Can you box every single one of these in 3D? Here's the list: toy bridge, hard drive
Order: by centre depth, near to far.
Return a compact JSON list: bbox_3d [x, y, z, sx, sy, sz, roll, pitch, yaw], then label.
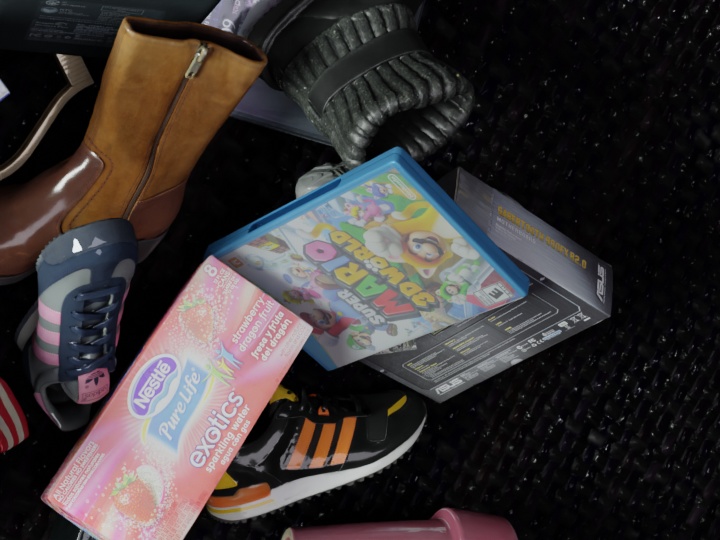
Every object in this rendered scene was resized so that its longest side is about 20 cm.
[{"bbox_3d":[-0.157,-0.177,0.735,0.138,0.200,0.033,1,81,-24],"label":"hard drive"},{"bbox_3d":[-0.274,-0.088,0.822,0.199,0.027,0.068,-31,113,-16],"label":"toy bridge"}]

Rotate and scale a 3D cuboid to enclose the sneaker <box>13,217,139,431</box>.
[{"bbox_3d":[-0.181,0.040,0.797,0.069,0.200,0.083,-13,68,-28],"label":"sneaker"}]

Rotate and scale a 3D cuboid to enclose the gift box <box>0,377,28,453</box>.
[{"bbox_3d":[-0.335,0.083,0.755,0.186,0.200,0.185,-37,101,-8],"label":"gift box"}]

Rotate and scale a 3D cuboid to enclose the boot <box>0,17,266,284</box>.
[{"bbox_3d":[-0.176,-0.075,0.767,0.186,0.069,0.200,3,141,-36],"label":"boot"}]

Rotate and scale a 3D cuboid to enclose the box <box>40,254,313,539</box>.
[{"bbox_3d":[-0.132,0.103,0.851,0.094,0.103,0.201,35,72,-9],"label":"box"}]

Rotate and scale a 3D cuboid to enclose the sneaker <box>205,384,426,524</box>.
[{"bbox_3d":[-0.039,0.124,0.950,0.198,0.070,0.091,-21,113,-16],"label":"sneaker"}]

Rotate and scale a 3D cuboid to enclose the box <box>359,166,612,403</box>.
[{"bbox_3d":[0.067,0.020,0.913,0.157,0.199,0.049,29,50,-24],"label":"box"}]

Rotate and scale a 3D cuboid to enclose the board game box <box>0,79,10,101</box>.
[{"bbox_3d":[-0.317,-0.077,0.709,0.200,0.199,0.041,-40,122,-9],"label":"board game box"}]

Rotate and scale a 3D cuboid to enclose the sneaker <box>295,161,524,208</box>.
[{"bbox_3d":[0.037,-0.025,0.950,0.198,0.078,0.100,12,113,-18],"label":"sneaker"}]

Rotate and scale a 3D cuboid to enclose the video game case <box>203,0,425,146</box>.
[{"bbox_3d":[-0.053,-0.178,0.905,0.198,0.019,0.145,13,96,-25],"label":"video game case"}]

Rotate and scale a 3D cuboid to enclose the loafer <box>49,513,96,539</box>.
[{"bbox_3d":[-0.211,0.258,0.907,0.072,0.073,0.202,20,94,-30],"label":"loafer"}]

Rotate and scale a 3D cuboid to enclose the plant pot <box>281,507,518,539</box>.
[{"bbox_3d":[0.018,0.284,0.957,0.177,0.200,0.203,11,98,-10],"label":"plant pot"}]

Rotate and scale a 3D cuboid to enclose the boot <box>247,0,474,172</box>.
[{"bbox_3d":[0.034,-0.171,0.842,0.211,0.158,0.080,-46,141,-4],"label":"boot"}]

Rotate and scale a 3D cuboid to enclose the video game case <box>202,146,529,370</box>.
[{"bbox_3d":[0.000,0.000,0.846,0.143,0.199,0.018,42,46,-26],"label":"video game case"}]
